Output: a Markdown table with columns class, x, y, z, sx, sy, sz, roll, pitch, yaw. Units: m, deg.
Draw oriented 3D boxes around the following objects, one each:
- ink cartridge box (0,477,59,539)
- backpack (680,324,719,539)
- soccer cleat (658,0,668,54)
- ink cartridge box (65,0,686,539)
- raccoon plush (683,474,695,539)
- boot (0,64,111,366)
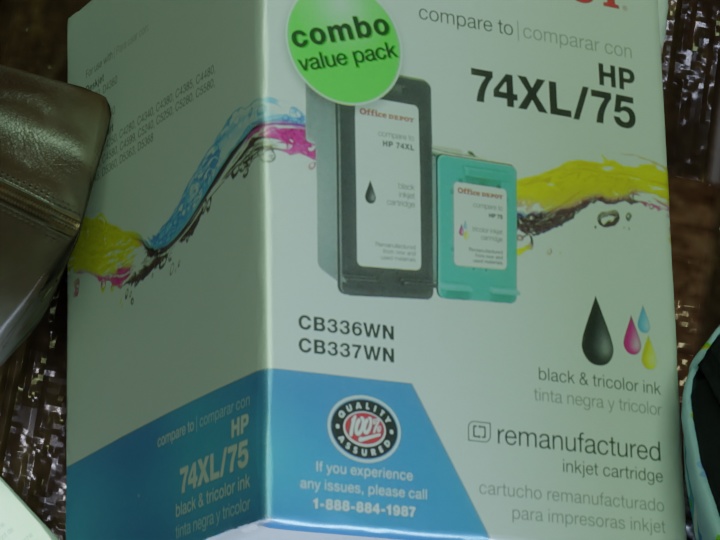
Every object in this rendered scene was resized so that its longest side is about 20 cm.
| class | x | y | z | sx | sy | sz | roll | pitch | yaw |
| --- | --- | --- | --- | --- | --- | --- | --- | --- | --- |
| ink cartridge box | -0.128 | 0.125 | 0.949 | 0.099 | 0.039 | 0.200 | -41 | 87 | -18 |
| backpack | 0.172 | 0.088 | 0.873 | 0.163 | 0.154 | 0.200 | -28 | 71 | 0 |
| soccer cleat | 0.078 | -0.128 | 1.036 | 0.070 | 0.086 | 0.200 | 6 | 73 | -10 |
| ink cartridge box | 0.000 | 0.000 | 0.937 | 0.147 | 0.146 | 0.200 | 7 | 72 | -28 |
| raccoon plush | 0.170 | 0.119 | 0.958 | 0.200 | 0.134 | 0.097 | 18 | 73 | -6 |
| boot | -0.150 | -0.080 | 0.954 | 0.200 | 0.064 | 0.186 | 21 | 83 | 20 |
